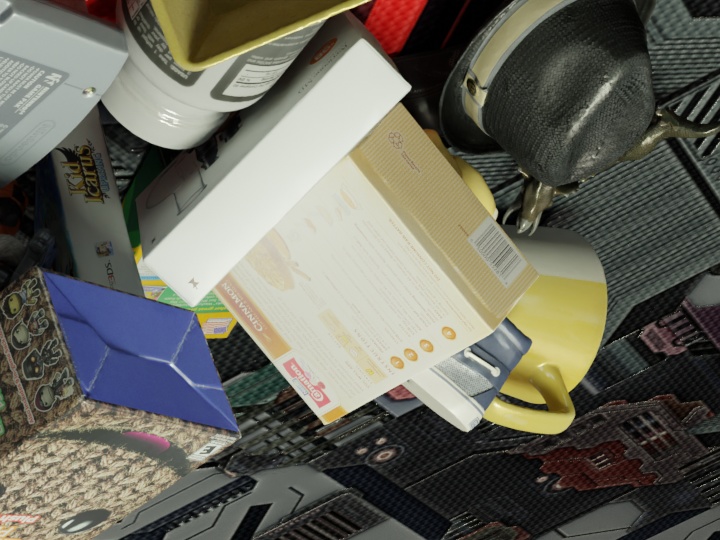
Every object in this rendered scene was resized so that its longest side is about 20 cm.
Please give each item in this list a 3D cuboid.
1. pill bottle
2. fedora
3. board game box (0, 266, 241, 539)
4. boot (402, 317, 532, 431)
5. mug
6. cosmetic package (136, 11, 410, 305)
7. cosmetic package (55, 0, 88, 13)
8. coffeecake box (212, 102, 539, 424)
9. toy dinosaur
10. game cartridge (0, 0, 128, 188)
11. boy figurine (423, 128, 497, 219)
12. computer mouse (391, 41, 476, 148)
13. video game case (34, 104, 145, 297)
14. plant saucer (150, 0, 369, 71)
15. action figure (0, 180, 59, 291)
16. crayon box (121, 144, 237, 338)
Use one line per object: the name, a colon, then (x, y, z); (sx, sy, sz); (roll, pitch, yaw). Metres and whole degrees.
pill bottle: (-0.082, -0.172, 1.339); (0.115, 0.116, 0.200); (5, 143, -38)
fedora: (0.151, -0.128, 1.509); (0.200, 0.092, 0.201); (-27, 155, -14)
board game box: (-0.207, 0.102, 1.358); (0.200, 0.097, 0.159); (-35, 152, 24)
boot: (0.034, 0.029, 1.663); (0.090, 0.200, 0.073); (-51, -171, -10)
mug: (0.109, 0.031, 1.766); (0.152, 0.186, 0.150); (13, 101, -33)
cosmetic package: (-0.062, -0.082, 1.424); (0.200, 0.151, 0.052); (-45, 109, 6)
cosmetic package: (-0.289, -0.128, 1.351); (0.200, 0.052, 0.150); (-38, 145, 29)
coffeecake box: (0.000, 0.000, 1.491); (0.200, 0.154, 0.073); (-32, -169, 47)
toy dinosaur: (0.196, -0.106, 1.695); (0.199, 0.077, 0.102); (-28, 178, -5)
game cartridge: (-0.244, -0.102, 1.336); (0.200, 0.041, 0.133); (-36, 145, 28)
boy figurine: (0.044, -0.052, 1.578); (0.124, 0.065, 0.200); (11, 168, -7)
computer mouse: (0.076, -0.130, 1.579); (0.199, 0.053, 0.139); (-18, 152, -5)
video game case: (-0.192, 0.011, 1.512); (0.045, 0.182, 0.200); (-10, 150, -15)
plant saucer: (-0.044, -0.238, 1.210); (0.199, 0.201, 0.048); (-22, -178, 4)
action figure: (-0.274, 0.022, 1.443); (0.104, 0.194, 0.201); (25, 114, -10)
crayon box: (-0.127, -0.021, 1.637); (0.125, 0.052, 0.200); (-2, 146, -30)
